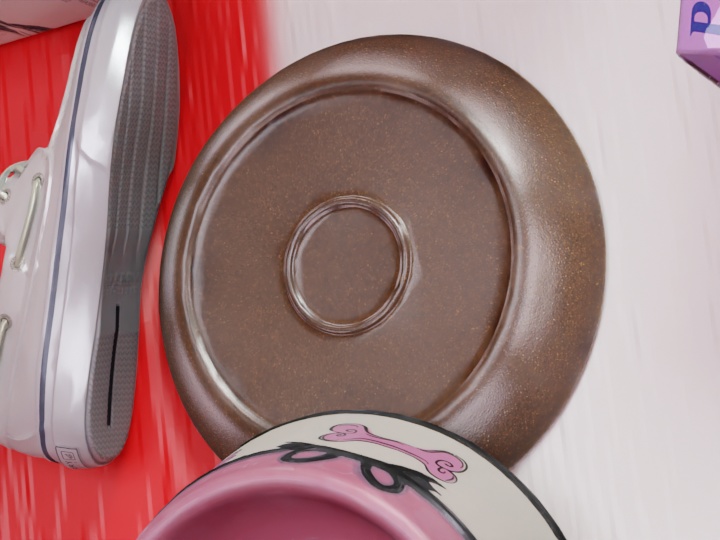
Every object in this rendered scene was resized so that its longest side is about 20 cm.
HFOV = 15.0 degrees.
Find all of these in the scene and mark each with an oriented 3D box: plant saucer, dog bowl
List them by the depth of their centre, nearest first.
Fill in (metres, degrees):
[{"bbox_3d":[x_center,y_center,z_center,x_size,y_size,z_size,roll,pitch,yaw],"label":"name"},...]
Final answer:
[{"bbox_3d":[-0.013,0.155,1.032,0.200,0.074,0.201,0,90,26],"label":"dog bowl"},{"bbox_3d":[0.000,0.000,1.096,0.200,0.032,0.201,-4,80,25],"label":"plant saucer"}]

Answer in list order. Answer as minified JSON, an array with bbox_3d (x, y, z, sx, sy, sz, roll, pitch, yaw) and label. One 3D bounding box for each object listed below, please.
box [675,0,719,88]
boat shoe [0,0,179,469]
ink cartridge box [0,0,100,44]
[{"bbox_3d":[0.226,-0.153,0.978,0.199,0.097,0.177,1,81,27],"label":"box"},{"bbox_3d":[-0.124,-0.021,1.132,0.067,0.074,0.201,7,84,18],"label":"boat shoe"},{"bbox_3d":[-0.179,-0.174,1.184,0.199,0.084,0.145,-13,75,24],"label":"ink cartridge box"}]
